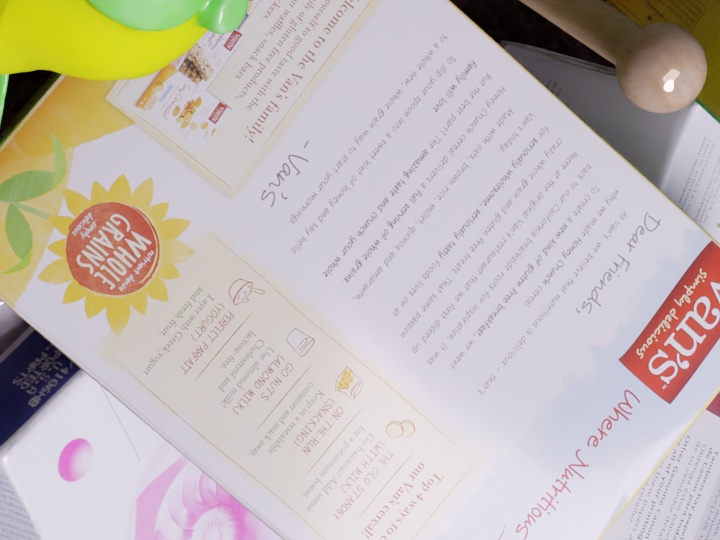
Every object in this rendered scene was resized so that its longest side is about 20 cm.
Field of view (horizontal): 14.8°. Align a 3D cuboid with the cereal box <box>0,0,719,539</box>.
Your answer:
[{"bbox_3d":[0.000,0.000,0.770,0.200,0.040,0.144,42,84,-10],"label":"cereal box"}]

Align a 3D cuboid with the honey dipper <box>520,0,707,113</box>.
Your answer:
[{"bbox_3d":[0.033,-0.087,0.753,0.038,0.200,0.038,-12,120,-22],"label":"honey dipper"}]

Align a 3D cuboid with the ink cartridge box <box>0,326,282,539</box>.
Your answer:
[{"bbox_3d":[-0.022,0.058,0.871,0.196,0.043,0.201,-47,132,-28],"label":"ink cartridge box"}]

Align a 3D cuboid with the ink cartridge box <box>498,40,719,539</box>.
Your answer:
[{"bbox_3d":[0.084,0.055,0.894,0.175,0.084,0.201,28,83,-49],"label":"ink cartridge box"}]

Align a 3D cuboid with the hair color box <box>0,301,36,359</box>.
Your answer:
[{"bbox_3d":[-0.126,0.090,0.870,0.109,0.065,0.200,-30,130,-8],"label":"hair color box"}]

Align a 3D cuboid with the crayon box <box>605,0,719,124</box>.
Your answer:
[{"bbox_3d":[0.158,-0.066,0.740,0.058,0.200,0.119,26,106,-35],"label":"crayon box"}]

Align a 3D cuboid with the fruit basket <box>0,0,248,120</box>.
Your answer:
[{"bbox_3d":[-0.122,-0.107,0.664,0.155,0.216,0.217,0,119,-27],"label":"fruit basket"}]
